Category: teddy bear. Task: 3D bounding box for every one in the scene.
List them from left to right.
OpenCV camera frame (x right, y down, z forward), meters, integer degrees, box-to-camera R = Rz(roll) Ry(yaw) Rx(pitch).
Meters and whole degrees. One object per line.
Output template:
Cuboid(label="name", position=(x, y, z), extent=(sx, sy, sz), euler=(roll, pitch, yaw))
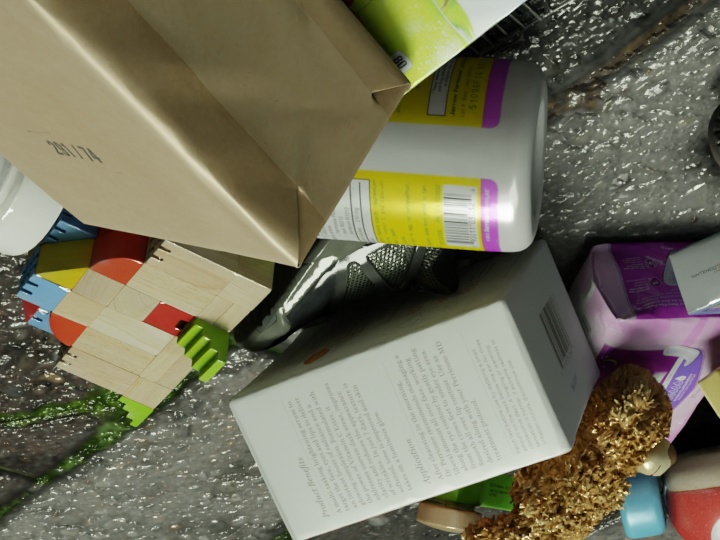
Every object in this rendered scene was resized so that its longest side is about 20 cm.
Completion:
Cuboid(label="teddy bear", position=(0.147, 0.158, 1.003), extent=(0.200, 0.067, 0.145), euler=(-40, 147, -7))

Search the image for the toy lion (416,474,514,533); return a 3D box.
Cuboid(label="toy lion", position=(0.070, 0.169, 1.152), extent=(0.191, 0.069, 0.199), euler=(2, 169, 45))

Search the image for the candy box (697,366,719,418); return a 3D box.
Cuboid(label="candy box", position=(0.319, 0.075, 1.059), extent=(0.115, 0.055, 0.200), euler=(-36, 162, 14))

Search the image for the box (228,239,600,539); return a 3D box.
Cuboid(label="box", position=(0.041, 0.077, 0.968), extent=(0.199, 0.152, 0.107), euler=(-22, 98, 22))

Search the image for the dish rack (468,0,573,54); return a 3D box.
Cuboid(label="dish rack", position=(0.088, -0.192, 0.718), extent=(0.199, 0.055, 0.153), euler=(-29, 139, 29))

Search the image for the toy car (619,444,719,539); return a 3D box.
Cuboid(label="toy car", position=(0.322, 0.245, 1.218), extent=(0.183, 0.201, 0.177), euler=(-12, 174, 11))

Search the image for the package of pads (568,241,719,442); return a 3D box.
Cuboid(label="package of pads", position=(0.199, 0.061, 1.075), extent=(0.120, 0.076, 0.200), euler=(-2, 145, -14))

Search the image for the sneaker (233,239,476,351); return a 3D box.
Cuboid(label="sneaker", position=(0.000, 0.000, 0.945), extent=(0.114, 0.077, 0.199), euler=(23, 129, -28))

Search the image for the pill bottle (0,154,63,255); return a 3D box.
Cuboid(label="pill bottle", position=(-0.251, -0.081, 0.743), extent=(0.199, 0.115, 0.114), euler=(22, 135, -36))

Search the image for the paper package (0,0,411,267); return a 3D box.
Cuboid(label="paper package", position=(-0.111, -0.102, 0.654), extent=(0.199, 0.104, 0.191), euler=(12, 154, 50))

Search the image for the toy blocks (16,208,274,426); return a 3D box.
Cuboid(label="toy blocks", position=(-0.151, 0.006, 0.923), extent=(0.136, 0.100, 0.200), euler=(26, 132, -23))

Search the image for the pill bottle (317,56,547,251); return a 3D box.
Cuboid(label="pill bottle", position=(0.000, -0.068, 0.804), extent=(0.199, 0.105, 0.104), euler=(5, 147, 11))

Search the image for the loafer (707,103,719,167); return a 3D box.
Cuboid(label="loafer", position=(0.311, -0.095, 0.898), extent=(0.199, 0.074, 0.071), euler=(-10, 160, 5))

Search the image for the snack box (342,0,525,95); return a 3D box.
Cuboid(label="snack box", position=(0.040, -0.200, 0.619), extent=(0.200, 0.068, 0.169), euler=(-36, 105, 30))

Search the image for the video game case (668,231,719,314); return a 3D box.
Cuboid(label="video game case", position=(0.324, -0.024, 0.935), extent=(0.181, 0.046, 0.199), euler=(-28, 162, 36))
